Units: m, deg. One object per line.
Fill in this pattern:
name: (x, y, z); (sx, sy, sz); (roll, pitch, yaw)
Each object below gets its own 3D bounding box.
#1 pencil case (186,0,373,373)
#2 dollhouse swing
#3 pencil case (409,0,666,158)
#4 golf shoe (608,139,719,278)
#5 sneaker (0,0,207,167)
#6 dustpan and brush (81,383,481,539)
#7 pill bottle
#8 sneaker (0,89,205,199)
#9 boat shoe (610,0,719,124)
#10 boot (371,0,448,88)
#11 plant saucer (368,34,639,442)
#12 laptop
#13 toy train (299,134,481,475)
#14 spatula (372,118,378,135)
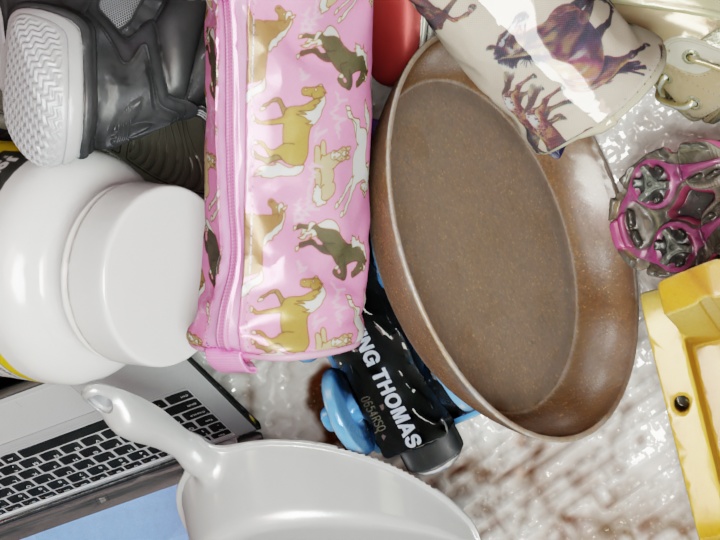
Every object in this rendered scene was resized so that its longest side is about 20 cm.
pencil case: (-0.036, -0.057, 1.107); (0.086, 0.083, 0.201); (-5, 106, -16)
dollhouse swing: (0.241, 0.058, 1.176); (0.199, 0.176, 0.183); (-14, 96, 9)
pencil case: (0.048, -0.143, 1.150); (0.078, 0.089, 0.200); (-43, 97, 10)
golf shoe: (0.217, -0.050, 1.184); (0.199, 0.092, 0.073); (-17, 82, 35)
sneaker: (-0.118, -0.133, 1.186); (0.113, 0.076, 0.201); (-3, 54, -20)
dustpan and brush: (-0.054, 0.108, 1.215); (0.139, 0.200, 0.057); (-30, 49, 35)
pill bottle: (-0.159, -0.005, 1.196); (0.199, 0.111, 0.112); (6, 100, 40)
sneaker: (-0.141, -0.081, 1.280); (0.199, 0.106, 0.075); (19, 77, -21)
boat shoe: (0.168, -0.102, 1.221); (0.199, 0.072, 0.065); (9, 98, 2)
boot: (-0.035, -0.178, 1.202); (0.144, 0.072, 0.201); (-11, 88, -32)
plant saucer: (0.063, -0.014, 1.197); (0.034, 0.200, 0.201); (-19, 95, 35)
laptop: (-0.135, 0.145, 1.283); (0.186, 0.200, 0.116); (-20, 60, 11)
toy train: (0.000, 0.000, 1.227); (0.086, 0.114, 0.201); (-24, 103, 17)
spatula: (0.038, -0.098, 1.257); (0.056, 0.021, 0.201); (27, 114, 4)
